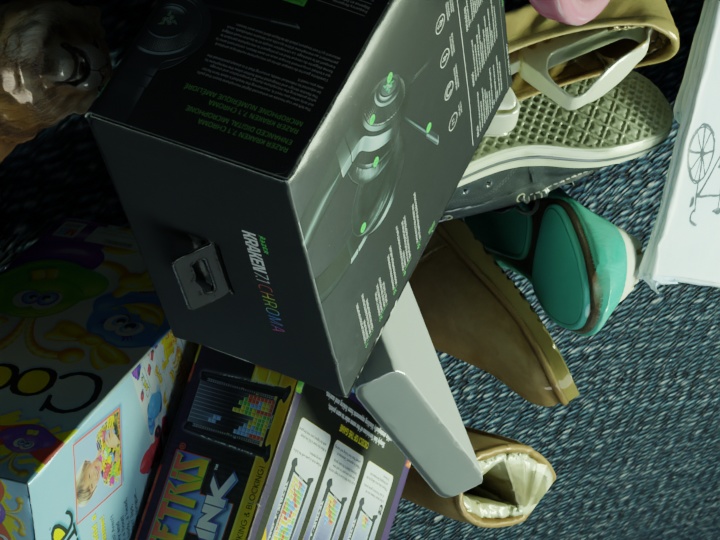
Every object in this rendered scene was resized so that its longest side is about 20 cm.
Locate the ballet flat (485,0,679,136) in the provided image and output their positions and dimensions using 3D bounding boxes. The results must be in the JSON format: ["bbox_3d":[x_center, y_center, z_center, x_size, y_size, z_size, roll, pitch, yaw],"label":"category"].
[{"bbox_3d":[0.085,-0.108,1.156,0.199,0.063,0.069,-25,155,-18],"label":"ballet flat"}]

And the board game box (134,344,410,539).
[{"bbox_3d":[-0.040,0.118,1.048,0.200,0.057,0.166,45,63,-67],"label":"board game box"}]

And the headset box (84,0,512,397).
[{"bbox_3d":[-0.019,-0.068,0.916,0.200,0.092,0.174,-62,159,-25],"label":"headset box"}]

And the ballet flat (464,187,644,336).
[{"bbox_3d":[0.125,-0.014,1.258,0.070,0.200,0.068,2,106,-18],"label":"ballet flat"}]

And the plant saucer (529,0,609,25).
[{"bbox_3d":[0.092,-0.204,0.888,0.200,0.051,0.201,15,90,-74],"label":"plant saucer"}]

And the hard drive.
[{"bbox_3d":[0.000,0.000,1.056,0.027,0.200,0.132,-26,146,8],"label":"hard drive"}]

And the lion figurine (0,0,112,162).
[{"bbox_3d":[-0.180,-0.027,0.917,0.122,0.072,0.200,-10,131,-58],"label":"lion figurine"}]

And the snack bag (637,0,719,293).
[{"bbox_3d":[0.225,-0.082,1.296,0.188,0.021,0.201,5,99,-61],"label":"snack bag"}]

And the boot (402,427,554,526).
[{"bbox_3d":[0.036,0.116,1.362,0.175,0.200,0.066,-3,100,-50],"label":"boot"}]

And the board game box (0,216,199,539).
[{"bbox_3d":[-0.139,0.072,0.988,0.200,0.103,0.105,-50,145,-52],"label":"board game box"}]

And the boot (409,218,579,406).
[{"bbox_3d":[0.006,0.064,1.262,0.200,0.175,0.066,-37,145,0],"label":"boot"}]

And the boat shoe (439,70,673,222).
[{"bbox_3d":[0.084,-0.071,1.221,0.199,0.075,0.062,-15,154,-22],"label":"boat shoe"}]
